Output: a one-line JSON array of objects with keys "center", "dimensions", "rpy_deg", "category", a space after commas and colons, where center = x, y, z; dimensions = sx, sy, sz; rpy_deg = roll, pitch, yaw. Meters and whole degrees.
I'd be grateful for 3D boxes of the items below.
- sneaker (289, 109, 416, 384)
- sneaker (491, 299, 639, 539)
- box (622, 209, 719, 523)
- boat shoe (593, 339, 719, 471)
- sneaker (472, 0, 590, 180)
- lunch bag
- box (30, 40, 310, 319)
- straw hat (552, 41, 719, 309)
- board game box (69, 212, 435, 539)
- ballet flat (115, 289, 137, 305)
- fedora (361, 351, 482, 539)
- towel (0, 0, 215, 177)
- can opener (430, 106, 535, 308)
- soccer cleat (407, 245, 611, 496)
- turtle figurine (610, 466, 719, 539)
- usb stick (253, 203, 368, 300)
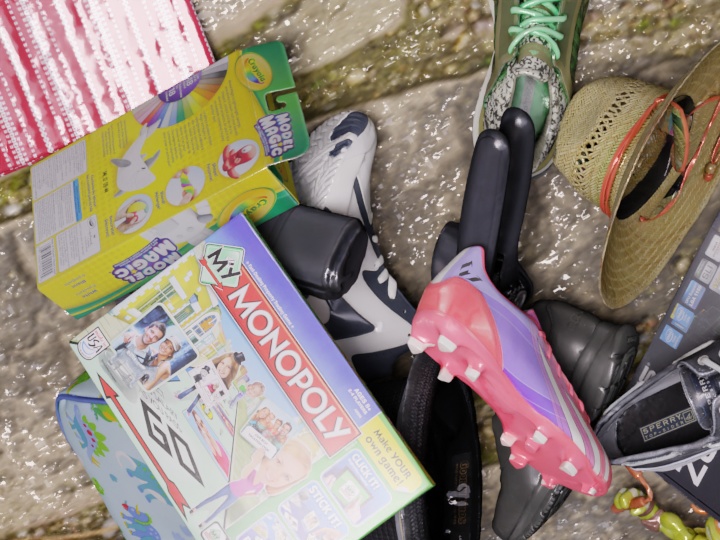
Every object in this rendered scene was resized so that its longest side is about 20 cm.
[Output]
[{"center": [0.000, 0.000, 0.869], "dimensions": [0.129, 0.079, 0.201], "rpy_deg": [21, 79, -32], "category": "sneaker"}, {"center": [0.129, 0.107, 0.901], "dimensions": [0.090, 0.076, 0.201], "rpy_deg": [28, 117, 20], "category": "sneaker"}, {"center": [0.278, 0.071, 0.845], "dimensions": [0.049, 0.161, 0.201], "rpy_deg": [7, 114, -46], "category": "box"}, {"center": [0.234, 0.077, 0.805], "dimensions": [0.199, 0.067, 0.072], "rpy_deg": [-32, 65, 37], "category": "boat shoe"}, {"center": [0.116, -0.148, 0.807], "dimensions": [0.076, 0.089, 0.202], "rpy_deg": [2, 107, 0], "category": "sneaker"}, {"center": [-0.109, 0.146, 0.862], "dimensions": [0.160, 0.082, 0.201], "rpy_deg": [-1, 123, 45], "category": "lunch bag"}, {"center": [-0.121, -0.063, 0.816], "dimensions": [0.199, 0.118, 0.048], "rpy_deg": [-27, 140, 14], "category": "box"}, {"center": [0.174, -0.081, 0.810], "dimensions": [0.085, 0.201, 0.202], "rpy_deg": [30, 108, 26], "category": "straw hat"}, {"center": [-0.066, 0.085, 0.747], "dimensions": [0.134, 0.029, 0.201], "rpy_deg": [-37, 79, 2], "category": "board game box"}, {"center": [-0.096, 0.062, 0.897], "dimensions": [0.200, 0.072, 0.072], "rpy_deg": [40, 104, -11], "category": "ballet flat"}, {"center": [0.022, 0.144, 0.844], "dimensions": [0.091, 0.201, 0.202], "rpy_deg": [-1, 108, 18], "category": "fedora"}, {"center": [-0.209, -0.157, 0.848], "dimensions": [0.199, 0.023, 0.146], "rpy_deg": [-21, 104, 6], "category": "towel"}, {"center": [0.081, -0.020, 0.810], "dimensions": [0.078, 0.064, 0.201], "rpy_deg": [24, 146, 15], "category": "can opener"}, {"center": [0.109, 0.071, 0.799], "dimensions": [0.200, 0.066, 0.077], "rpy_deg": [45, 64, -26], "category": "soccer cleat"}, {"center": [0.235, 0.223, 0.917], "dimensions": [0.200, 0.064, 0.162], "rpy_deg": [40, 124, 20], "category": "turtle figurine"}, {"center": [-0.080, -0.027, 0.820], "dimensions": [0.199, 0.033, 0.056], "rpy_deg": [16, 81, 36], "category": "usb stick"}]
